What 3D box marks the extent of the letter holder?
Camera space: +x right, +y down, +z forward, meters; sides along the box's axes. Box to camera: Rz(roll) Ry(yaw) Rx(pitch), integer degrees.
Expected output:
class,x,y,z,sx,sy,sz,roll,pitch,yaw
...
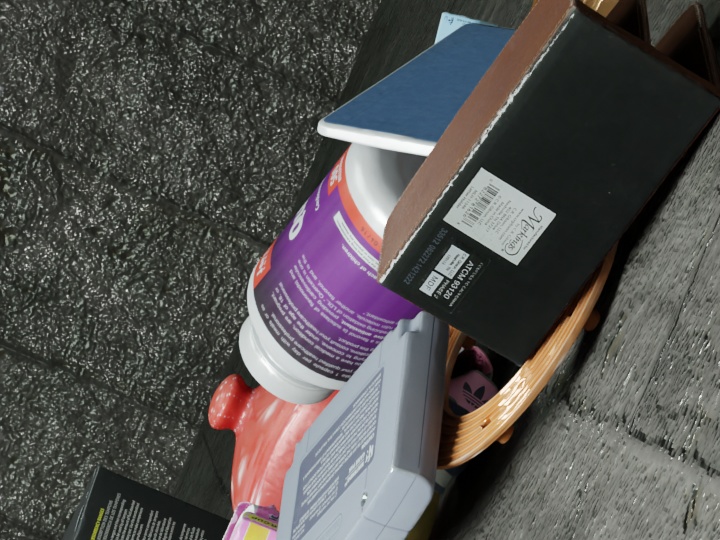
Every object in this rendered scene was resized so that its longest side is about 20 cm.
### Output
class,x,y,z,sx,sy,sz,roll,pitch,yaw
letter holder,0.105,-0.076,1.438,0.200,0.100,0.142,-54,14,26

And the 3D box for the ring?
class,x,y,z,sx,sy,sz,roll,pitch,yaw
ring,0.094,0.033,1.501,0.201,0.019,0.201,-51,17,22

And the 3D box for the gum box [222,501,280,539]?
class,x,y,z,sx,sy,sz,roll,pitch,yaw
gum box,-0.065,0.266,1.710,0.066,0.113,0.201,-163,96,-83

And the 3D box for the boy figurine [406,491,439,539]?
class,x,y,z,sx,sy,sz,roll,pitch,yaw
boy figurine,-0.003,0.216,1.617,0.124,0.064,0.201,156,133,-83

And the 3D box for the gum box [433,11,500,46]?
class,x,y,z,sx,sy,sz,roll,pitch,yaw
gum box,0.065,-0.068,1.790,0.170,0.044,0.202,25,-100,-80

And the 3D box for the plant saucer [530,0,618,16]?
class,x,y,z,sx,sy,sz,roll,pitch,yaw
plant saucer,0.170,-0.232,1.856,0.200,0.037,0.201,-156,90,-83

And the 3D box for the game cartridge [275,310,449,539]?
class,x,y,z,sx,sy,sz,roll,pitch,yaw
game cartridge,-0.002,0.128,1.539,0.200,0.041,0.134,129,159,-52

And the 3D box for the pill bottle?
class,x,y,z,sx,sy,sz,roll,pitch,yaw
pill bottle,0.000,0.000,1.632,0.200,0.112,0.113,-49,17,40

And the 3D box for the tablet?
class,x,y,z,sx,sy,sz,roll,pitch,yaw
tablet,0.076,-0.113,1.597,0.200,0.129,0.014,-38,-49,-50

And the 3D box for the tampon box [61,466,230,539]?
class,x,y,z,sx,sy,sz,roll,pitch,yaw
tampon box,-0.156,0.280,2.007,0.127,0.199,0.150,-76,11,-53

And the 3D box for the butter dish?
class,x,y,z,sx,sy,sz,roll,pitch,yaw
butter dish,-0.042,0.122,1.864,0.200,0.147,0.201,-91,25,-72

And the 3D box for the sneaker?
class,x,y,z,sx,sy,sz,roll,pitch,yaw
sneaker,0.055,0.080,1.654,0.082,0.070,0.200,-50,14,8
